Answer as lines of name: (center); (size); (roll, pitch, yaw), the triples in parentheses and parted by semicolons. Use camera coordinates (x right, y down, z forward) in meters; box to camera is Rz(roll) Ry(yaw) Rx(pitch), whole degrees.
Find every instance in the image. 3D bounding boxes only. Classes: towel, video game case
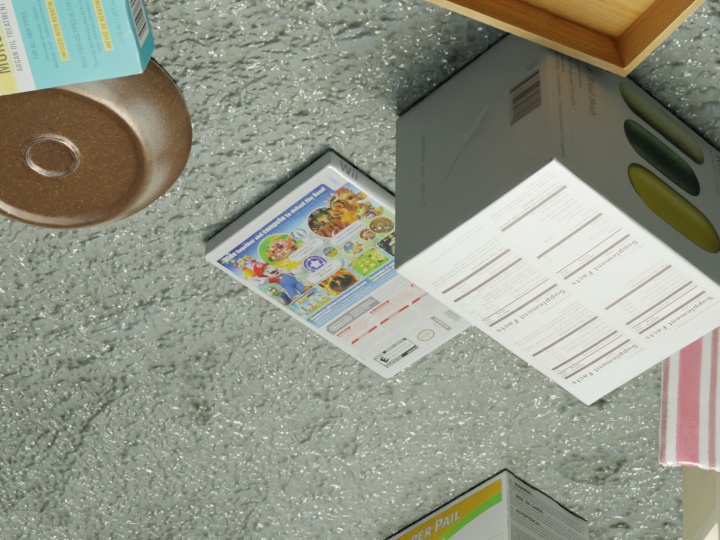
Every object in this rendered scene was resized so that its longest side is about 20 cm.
towel: (0.323, 0.093, 1.630); (0.198, 0.148, 0.030); (9, 160, -7)
video game case: (0.000, 0.000, 1.630); (0.199, 0.018, 0.143); (34, 129, -30)

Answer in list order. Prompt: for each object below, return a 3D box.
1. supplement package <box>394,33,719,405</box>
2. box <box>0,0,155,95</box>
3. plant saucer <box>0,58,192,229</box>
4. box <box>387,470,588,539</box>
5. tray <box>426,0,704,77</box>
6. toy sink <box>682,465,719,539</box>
supplement package: (0.144, -0.041, 1.481); (0.199, 0.153, 0.150); (34, 128, -30)
box: (-0.244, -0.163, 1.424); (0.198, 0.049, 0.083); (-8, 116, 10)
plant saucer: (-0.220, -0.092, 1.527); (0.198, 0.037, 0.201); (1, 138, 1)
box: (0.093, 0.280, 1.866); (0.112, 0.102, 0.199); (33, 129, -30)
tray: (0.125, -0.195, 1.373); (0.199, 0.037, 0.099); (17, 137, -32)
toy sink: (0.327, 0.183, 1.670); (0.129, 0.202, 0.112); (8, 149, -7)
